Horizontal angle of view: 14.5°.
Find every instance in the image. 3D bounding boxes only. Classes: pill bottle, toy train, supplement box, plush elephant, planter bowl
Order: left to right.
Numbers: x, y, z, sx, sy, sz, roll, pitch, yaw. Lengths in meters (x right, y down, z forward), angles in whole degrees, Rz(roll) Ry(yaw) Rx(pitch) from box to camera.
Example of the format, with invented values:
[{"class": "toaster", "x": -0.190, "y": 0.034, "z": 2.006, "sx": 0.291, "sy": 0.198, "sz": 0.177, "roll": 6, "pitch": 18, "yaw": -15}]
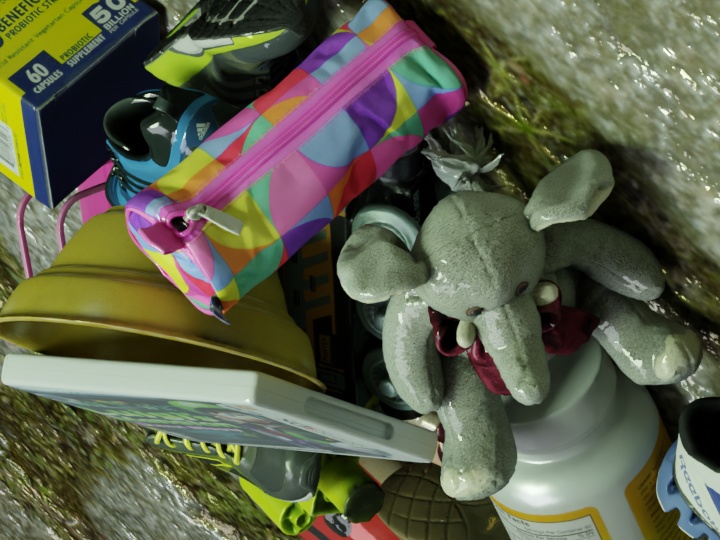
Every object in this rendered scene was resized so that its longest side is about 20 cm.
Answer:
[{"class": "supplement box", "x": -0.234, "y": -0.154, "z": 1.814, "sx": 0.200, "sy": 0.109, "sz": 0.110, "roll": 36, "pitch": 153, "yaw": 22}, {"class": "planter bowl", "x": -0.111, "y": 0.012, "z": 1.640, "sx": 0.200, "sy": 0.084, "sz": 0.200, "roll": 9, "pitch": 170, "yaw": 2}, {"class": "toy train", "x": 0.000, "y": 0.000, "z": 1.670, "sx": 0.114, "sy": 0.085, "sz": 0.200, "roll": 14, "pitch": 131, "yaw": 21}, {"class": "plush elephant", "x": 0.076, "y": 0.013, "z": 1.512, "sx": 0.201, "sy": 0.164, "sz": 0.155, "roll": 66, "pitch": -171, "yaw": 1}, {"class": "pill bottle", "x": 0.134, "y": 0.125, "z": 1.684, "sx": 0.113, "sy": 0.113, "sz": 0.200, "roll": 22, "pitch": 150, "yaw": 43}]

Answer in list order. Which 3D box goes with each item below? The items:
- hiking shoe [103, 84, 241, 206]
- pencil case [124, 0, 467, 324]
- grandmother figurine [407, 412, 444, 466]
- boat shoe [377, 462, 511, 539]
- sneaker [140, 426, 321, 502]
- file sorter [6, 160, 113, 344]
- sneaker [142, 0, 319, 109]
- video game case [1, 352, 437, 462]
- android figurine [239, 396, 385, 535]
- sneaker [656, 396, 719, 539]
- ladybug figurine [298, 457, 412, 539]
[{"class": "hiking shoe", "x": -0.114, "y": -0.075, "z": 1.664, "sx": 0.087, "sy": 0.075, "sz": 0.200, "roll": 34, "pitch": 161, "yaw": -18}, {"class": "pencil case", "x": -0.035, "y": -0.060, "z": 1.526, "sx": 0.088, "sy": 0.200, "sz": 0.088, "roll": 43, "pitch": 163, "yaw": 16}, {"class": "grandmother figurine", "x": 0.067, "y": 0.113, "z": 1.863, "sx": 0.200, "sy": 0.061, "sz": 0.121, "roll": 21, "pitch": 177, "yaw": 38}, {"class": "boat shoe", "x": 0.090, "y": 0.185, "z": 1.921, "sx": 0.200, "sy": 0.072, "sz": 0.068, "roll": 16, "pitch": 146, "yaw": 43}, {"class": "sneaker", "x": -0.099, "y": 0.104, "z": 1.870, "sx": 0.200, "sy": 0.084, "sz": 0.075, "roll": 28, "pitch": 118, "yaw": 51}, {"class": "file sorter", "x": -0.171, "y": -0.012, "z": 1.887, "sx": 0.200, "sy": 0.125, "sz": 0.139, "roll": 17, "pitch": 120, "yaw": 49}, {"class": "sneaker", "x": -0.057, "y": -0.128, "z": 1.637, "sx": 0.081, "sy": 0.074, "sz": 0.200, "roll": 41, "pitch": 166, "yaw": -12}, {"class": "video game case", "x": -0.084, "y": 0.083, "z": 1.703, "sx": 0.200, "sy": 0.023, "sz": 0.182, "roll": 3, "pitch": 168, "yaw": 38}, {"class": "android figurine", "x": -0.042, "y": 0.080, "z": 1.895, "sx": 0.200, "sy": 0.041, "sz": 0.183, "roll": 43, "pitch": 129, "yaw": 45}, {"class": "sneaker", "x": 0.242, "y": 0.133, "z": 1.554, "sx": 0.199, "sy": 0.081, "sz": 0.115, "roll": 35, "pitch": 159, "yaw": 26}, {"class": "ladybug figurine", "x": -0.008, "y": 0.166, "z": 2.056, "sx": 0.200, "sy": 0.072, "sz": 0.136, "roll": 33, "pitch": 156, "yaw": 24}]
